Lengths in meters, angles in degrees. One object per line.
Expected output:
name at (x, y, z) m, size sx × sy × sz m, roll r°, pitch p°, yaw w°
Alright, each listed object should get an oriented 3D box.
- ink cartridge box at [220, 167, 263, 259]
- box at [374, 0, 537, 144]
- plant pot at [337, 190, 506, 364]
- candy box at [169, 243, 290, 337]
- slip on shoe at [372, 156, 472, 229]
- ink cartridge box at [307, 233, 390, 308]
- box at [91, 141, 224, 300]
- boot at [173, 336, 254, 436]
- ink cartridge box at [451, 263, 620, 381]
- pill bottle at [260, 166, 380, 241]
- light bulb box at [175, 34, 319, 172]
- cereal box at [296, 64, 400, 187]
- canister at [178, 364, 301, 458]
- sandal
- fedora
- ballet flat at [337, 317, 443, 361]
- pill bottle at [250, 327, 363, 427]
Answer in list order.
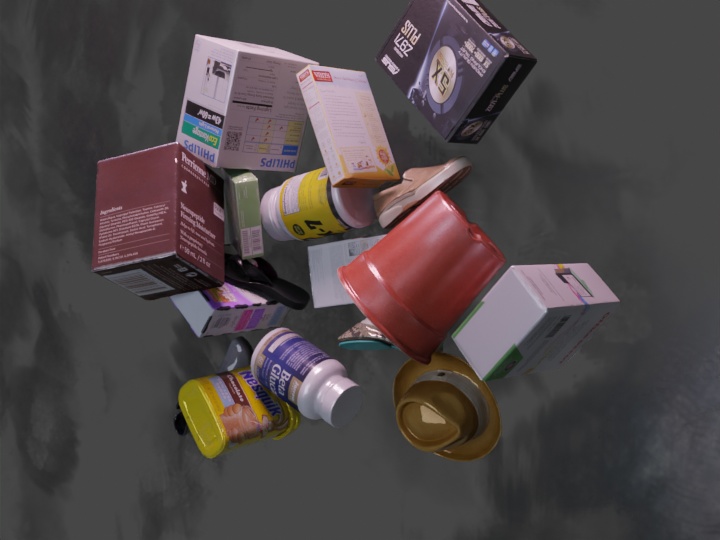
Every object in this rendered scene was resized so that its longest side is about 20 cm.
ink cartridge box at (-0.224, -0.125, 1.761) m, size 0.200 × 0.047 × 0.147 m, roll -135°, pitch 37°, yaw -58°
box at (0.141, -0.321, 1.477) m, size 0.201 × 0.086 × 0.164 m, roll 53°, pitch 125°, yaw 25°
plant pot at (0.101, 0.000, 1.458) m, size 0.195 × 0.200 × 0.201 m, roll -45°, pitch 63°, yaw 11°
candy box at (-0.246, 0.032, 1.770) m, size 0.168 × 0.199 × 0.072 m, roll 48°, pitch 122°, yaw 29°
slip on shoe at (0.093, -0.137, 1.545) m, size 0.199 × 0.076 × 0.061 m, roll -35°, pitch 77°, yaw 45°
ink cartridge box at (0.000, 0.000, 1.651) m, size 0.198 × 0.050 × 0.111 m, roll -8°, pitch 88°, yaw 40°
box at (-0.336, -0.078, 1.635) m, size 0.162 × 0.166 × 0.203 m, roll -10°, pitch 68°, yaw 20°
boot at (-0.281, 0.227, 1.861) m, size 0.069 × 0.131 × 0.202 m, roll 30°, pitch 112°, yaw 36°
ink cartridge box at (0.245, 0.069, 1.342) m, size 0.145 × 0.199 × 0.084 m, roll -53°, pitch 58°, yaw 30°
pill bottle at (-0.073, -0.113, 1.663) m, size 0.198 × 0.114 × 0.116 m, roll -11°, pitch 86°, yaw 42°
light bulb box at (-0.199, -0.290, 1.705) m, size 0.124 × 0.197 × 0.202 m, roll 27°, pitch 110°, yaw 38°
cereal box at (-0.019, -0.234, 1.587) m, size 0.039 × 0.143 × 0.202 m, roll -27°, pitch 75°, yaw 39°
canister at (-0.218, 0.249, 1.758) m, size 0.086 × 0.199 × 0.150 m, roll -39°, pitch 72°, yaw 33°
sandal at (-0.179, 0.005, 1.747) m, size 0.198 × 0.076 × 0.048 m, roll 24°, pitch 116°, yaw -6°
fedora at (0.120, 0.226, 1.515) m, size 0.199 × 0.082 × 0.203 m, roll 15°, pitch 118°, yaw 31°
ballet flat at (0.054, 0.104, 1.611) m, size 0.198 × 0.068 × 0.076 m, roll 5°, pitch 75°, yaw 35°
pill bottle at (-0.092, 0.191, 1.705) m, size 0.199 × 0.110 × 0.112 m, roll 29°, pitch 112°, yaw 36°
